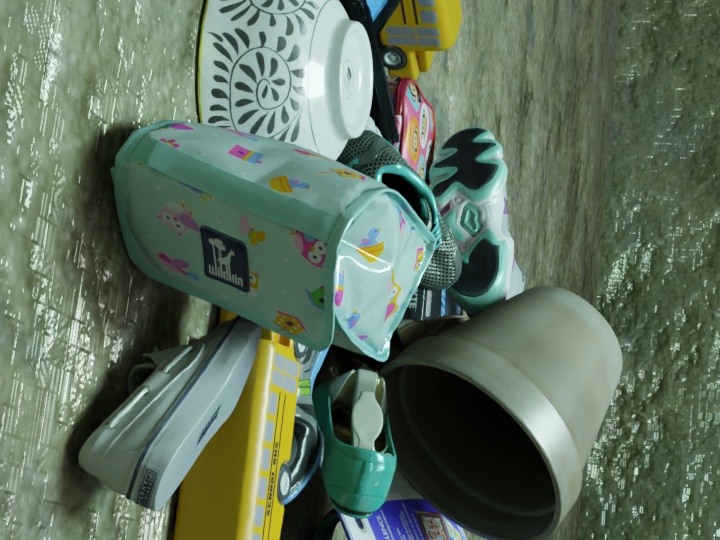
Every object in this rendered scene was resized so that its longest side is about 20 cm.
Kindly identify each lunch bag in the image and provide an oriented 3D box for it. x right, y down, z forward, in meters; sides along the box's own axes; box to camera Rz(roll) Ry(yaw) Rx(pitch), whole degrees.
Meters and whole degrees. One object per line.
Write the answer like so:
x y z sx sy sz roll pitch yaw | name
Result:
-0.057 -0.026 1.008 0.123 0.169 0.200 -66 162 -3 | lunch bag
0.022 -0.074 1.464 0.176 0.081 0.203 39 57 -75 | lunch bag

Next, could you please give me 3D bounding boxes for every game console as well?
0.013 -0.242 1.311 0.176 0.116 0.201 53 -12 39 | game console

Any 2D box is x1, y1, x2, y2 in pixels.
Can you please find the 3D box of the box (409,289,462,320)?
0.071 0.088 1.708 0.198 0.049 0.203 33 60 -72 | box

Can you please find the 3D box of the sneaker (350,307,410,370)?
0.016 0.096 1.476 0.200 0.070 0.114 48 44 -71 | sneaker

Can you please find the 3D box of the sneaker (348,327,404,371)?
-0.001 0.002 1.283 0.060 0.103 0.201 -57 167 -36 | sneaker

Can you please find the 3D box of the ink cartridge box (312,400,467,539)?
0.018 0.211 1.359 0.199 0.043 0.200 14 48 -57 | ink cartridge box

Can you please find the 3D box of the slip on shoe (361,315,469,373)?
0.069 0.085 1.433 0.199 0.060 0.077 -8 108 -59 | slip on shoe

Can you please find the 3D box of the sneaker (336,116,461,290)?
0.036 -0.041 1.302 0.078 0.091 0.200 -43 129 -3 | sneaker

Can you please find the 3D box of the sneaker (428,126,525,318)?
0.117 -0.026 1.480 0.140 0.077 0.202 60 28 -55 | sneaker

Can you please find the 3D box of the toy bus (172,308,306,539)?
-0.088 0.113 1.131 0.078 0.064 0.203 34 61 -69 | toy bus

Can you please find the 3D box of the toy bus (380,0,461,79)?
0.050 -0.280 1.487 0.201 0.077 0.066 75 24 -46 | toy bus

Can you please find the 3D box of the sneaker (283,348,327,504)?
-0.068 0.089 1.211 0.083 0.070 0.202 45 47 -53 | sneaker

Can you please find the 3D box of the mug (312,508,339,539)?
0.015 0.325 1.408 0.152 0.114 0.187 33 35 -41 | mug

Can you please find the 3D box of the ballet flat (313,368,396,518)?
0.001 0.123 1.253 0.200 0.067 0.071 -99 -152 -66 | ballet flat

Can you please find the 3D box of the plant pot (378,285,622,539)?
0.136 0.109 1.345 0.173 0.199 0.202 -42 138 -35 | plant pot

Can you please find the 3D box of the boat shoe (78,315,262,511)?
-0.122 0.082 1.010 0.200 0.065 0.072 -58 170 -53 | boat shoe

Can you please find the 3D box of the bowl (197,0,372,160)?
-0.046 -0.148 1.180 0.201 0.093 0.204 2 90 -73 | bowl
